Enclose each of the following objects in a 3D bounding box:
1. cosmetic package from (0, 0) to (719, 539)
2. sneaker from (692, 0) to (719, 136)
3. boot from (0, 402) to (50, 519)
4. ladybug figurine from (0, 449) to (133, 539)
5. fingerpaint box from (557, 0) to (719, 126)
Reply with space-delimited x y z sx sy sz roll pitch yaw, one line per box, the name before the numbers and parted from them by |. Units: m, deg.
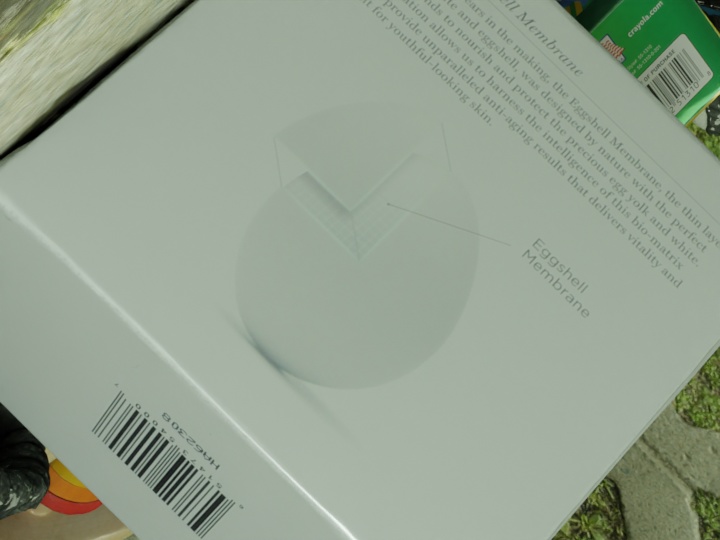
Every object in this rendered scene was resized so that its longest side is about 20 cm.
cosmetic package | 0.000 0.003 0.830 0.200 0.199 0.123 -44 177 -29
sneaker | 0.129 -0.133 1.152 0.075 0.200 0.087 11 138 -36
boot | -0.190 0.112 0.792 0.158 0.079 0.211 -39 -169 20
ladybug figurine | -0.119 0.062 1.084 0.136 0.072 0.200 1 148 -38
fingerpaint box | 0.034 -0.061 1.067 0.200 0.073 0.167 -45 -148 -5
